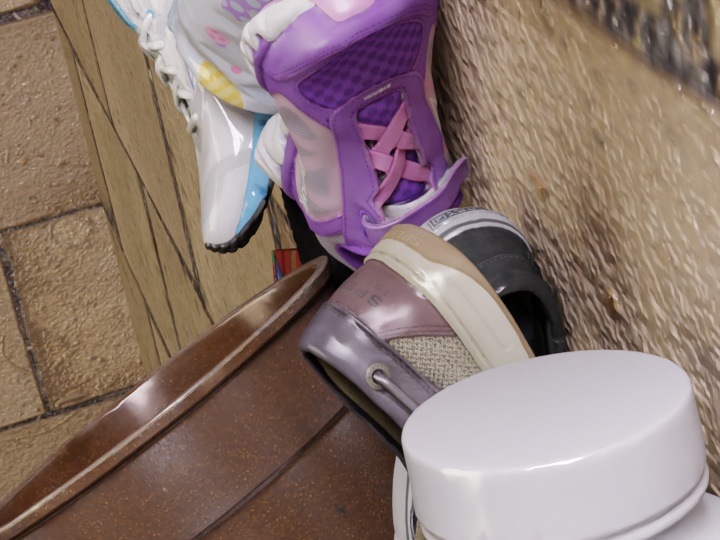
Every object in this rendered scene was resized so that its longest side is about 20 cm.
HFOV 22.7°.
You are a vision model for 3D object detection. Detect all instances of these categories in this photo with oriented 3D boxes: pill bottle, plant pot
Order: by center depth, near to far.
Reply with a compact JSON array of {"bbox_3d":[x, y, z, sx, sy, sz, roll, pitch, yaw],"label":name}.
[{"bbox_3d":[0.073,0.130,0.518,0.111,0.111,0.201,-141,36,-71],"label":"pill bottle"},{"bbox_3d":[-0.033,0.131,0.794,0.199,0.200,0.200,52,170,-5],"label":"plant pot"}]

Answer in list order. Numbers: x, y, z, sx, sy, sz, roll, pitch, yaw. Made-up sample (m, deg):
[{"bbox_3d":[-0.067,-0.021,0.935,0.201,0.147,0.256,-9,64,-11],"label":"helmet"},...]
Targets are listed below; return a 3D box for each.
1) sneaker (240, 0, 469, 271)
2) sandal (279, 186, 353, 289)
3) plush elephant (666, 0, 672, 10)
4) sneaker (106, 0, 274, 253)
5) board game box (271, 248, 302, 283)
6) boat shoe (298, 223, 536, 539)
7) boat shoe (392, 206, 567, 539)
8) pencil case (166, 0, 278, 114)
[{"bbox_3d":[0.006,-0.053,0.695,0.200,0.080,0.089,93,152,-72],"label":"sneaker"},{"bbox_3d":[0.000,0.000,0.861,0.075,0.045,0.201,-136,31,-65],"label":"sandal"},{"bbox_3d":[0.000,-0.137,0.374,0.165,0.154,0.201,-145,40,-72],"label":"plush elephant"},{"bbox_3d":[-0.078,-0.108,0.835,0.075,0.086,0.201,147,125,-74],"label":"sneaker"},{"bbox_3d":[-0.018,0.088,0.961,0.103,0.019,0.201,179,85,-71],"label":"board game box"},{"bbox_3d":[0.045,0.080,0.596,0.201,0.065,0.072,59,164,-21],"label":"boat shoe"},{"bbox_3d":[0.049,0.075,0.675,0.057,0.068,0.201,-126,25,-58],"label":"boat shoe"},{"bbox_3d":[-0.030,-0.132,0.702,0.200,0.090,0.084,107,144,-72],"label":"pencil case"}]
